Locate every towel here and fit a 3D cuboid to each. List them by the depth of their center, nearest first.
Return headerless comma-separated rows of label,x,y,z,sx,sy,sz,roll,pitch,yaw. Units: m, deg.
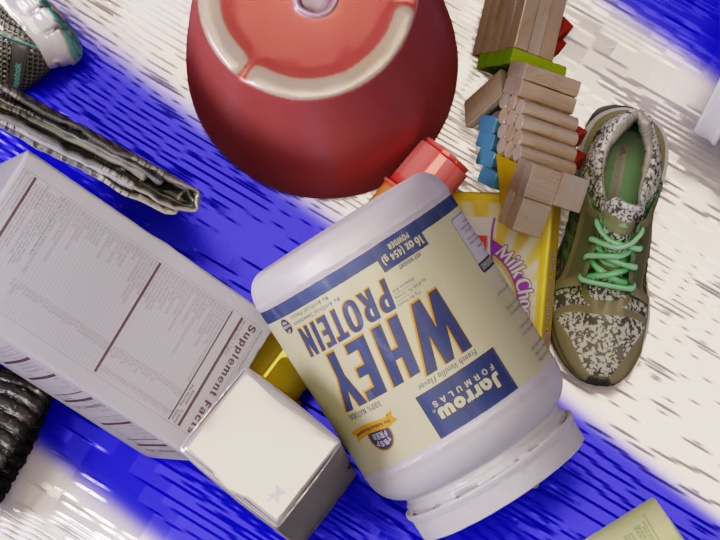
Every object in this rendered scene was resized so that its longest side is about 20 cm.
towel,-0.202,-0.088,1.375,0.192,0.200,0.035,29,89,-13

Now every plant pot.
plant pot,-0.029,-0.162,1.412,0.200,0.177,0.201,0,81,2

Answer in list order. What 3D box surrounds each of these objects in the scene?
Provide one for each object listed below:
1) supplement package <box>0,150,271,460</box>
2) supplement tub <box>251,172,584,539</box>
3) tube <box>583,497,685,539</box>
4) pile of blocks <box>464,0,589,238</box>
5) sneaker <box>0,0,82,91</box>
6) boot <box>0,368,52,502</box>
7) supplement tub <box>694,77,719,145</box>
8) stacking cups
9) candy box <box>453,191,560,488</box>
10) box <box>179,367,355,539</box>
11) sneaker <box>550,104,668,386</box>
supplement package,-0.177,0.027,1.378,0.200,0.110,0.114,36,74,-17
supplement tub,0.038,0.055,1.337,0.145,0.145,0.200,-33,92,-3
tube,0.128,0.226,1.410,0.200,0.052,0.058,-35,48,1
pile of blocks,0.119,-0.103,1.442,0.062,0.082,0.200,16,59,-27
sneaker,-0.289,-0.201,1.483,0.091,0.078,0.200,-41,81,1
boot,-0.278,0.048,1.437,0.158,0.079,0.211,21,89,10
supplement tub,0.340,-0.103,1.405,0.200,0.140,0.140,27,83,6
stacking cups,0.000,0.000,1.431,0.060,0.061,0.200,41,92,8
candy box,0.079,0.045,1.437,0.102,0.026,0.200,2,81,18
box,-0.056,0.124,1.354,0.082,0.200,0.068,38,82,7
sneaker,0.168,-0.023,1.425,0.077,0.089,0.200,6,81,3
